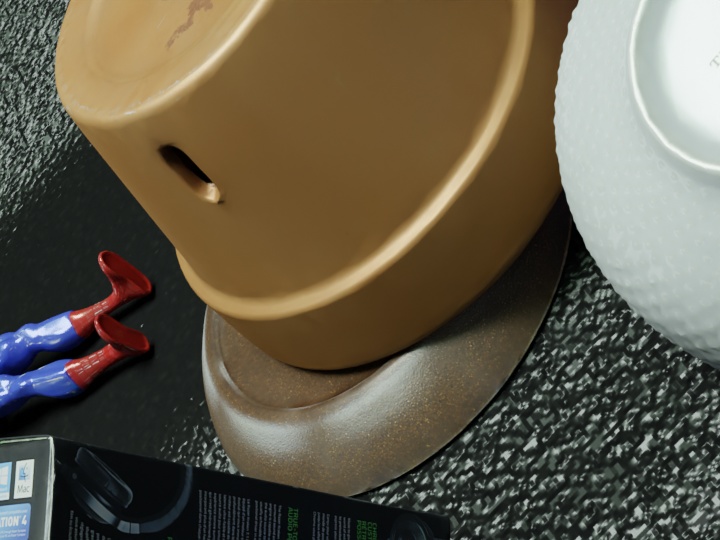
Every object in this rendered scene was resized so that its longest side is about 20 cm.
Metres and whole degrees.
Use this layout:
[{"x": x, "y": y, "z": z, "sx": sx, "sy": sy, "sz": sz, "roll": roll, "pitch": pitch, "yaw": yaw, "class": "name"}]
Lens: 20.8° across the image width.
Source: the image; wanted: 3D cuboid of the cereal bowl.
[{"x": 0.146, "y": -0.065, "z": 0.637, "sx": 0.199, "sy": 0.083, "sz": 0.201, "roll": -12, "pitch": 69, "yaw": 33, "class": "cereal bowl"}]

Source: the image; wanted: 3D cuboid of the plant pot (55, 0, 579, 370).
[{"x": -0.025, "y": -0.082, "z": 0.782, "sx": 0.199, "sy": 0.140, "sz": 0.201, "roll": -28, "pitch": 43, "yaw": 29, "class": "plant pot"}]

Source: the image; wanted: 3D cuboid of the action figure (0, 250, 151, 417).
[{"x": -0.190, "y": 0.058, "z": 0.975, "sx": 0.200, "sy": 0.052, "sz": 0.066, "roll": -33, "pitch": 45, "yaw": 28, "class": "action figure"}]

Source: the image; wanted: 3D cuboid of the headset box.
[{"x": -0.087, "y": 0.125, "z": 0.693, "sx": 0.174, "sy": 0.199, "sz": 0.093, "roll": -11, "pitch": 69, "yaw": 42, "class": "headset box"}]

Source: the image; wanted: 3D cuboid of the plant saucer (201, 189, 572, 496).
[{"x": 0.000, "y": 0.000, "z": 0.831, "sx": 0.200, "sy": 0.032, "sz": 0.201, "roll": -28, "pitch": 45, "yaw": 31, "class": "plant saucer"}]
